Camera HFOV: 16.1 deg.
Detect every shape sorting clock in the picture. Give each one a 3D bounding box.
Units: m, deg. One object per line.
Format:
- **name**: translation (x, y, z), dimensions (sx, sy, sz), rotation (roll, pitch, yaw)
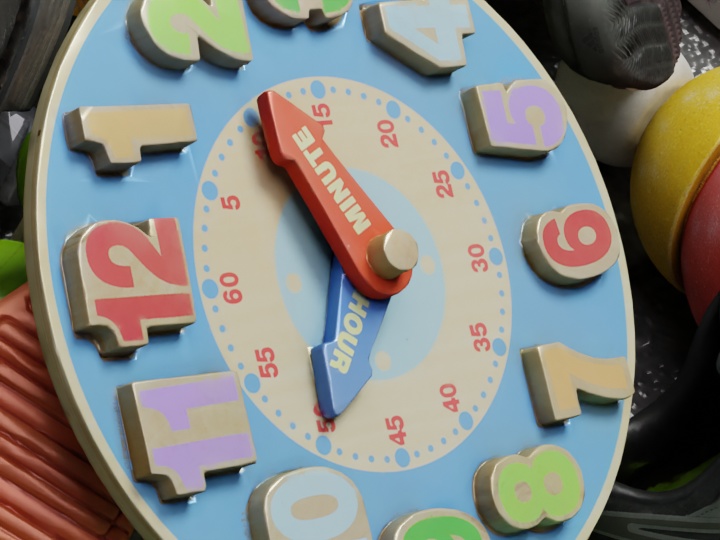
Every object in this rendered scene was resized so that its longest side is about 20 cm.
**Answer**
- **shape sorting clock**: translation (0.000, 0.000, 0.666), dimensions (0.200, 0.039, 0.200), rotation (11, 71, -33)

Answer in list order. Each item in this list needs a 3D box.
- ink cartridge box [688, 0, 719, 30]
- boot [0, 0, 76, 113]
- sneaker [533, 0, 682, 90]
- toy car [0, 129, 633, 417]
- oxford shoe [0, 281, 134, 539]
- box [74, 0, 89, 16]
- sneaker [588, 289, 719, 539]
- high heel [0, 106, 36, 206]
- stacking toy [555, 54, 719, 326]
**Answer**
- **ink cartridge box**: translation (0.189, -0.163, 1.009), dimensions (0.176, 0.045, 0.200), rotation (43, 54, 13)
- **boot**: translation (-0.154, -0.027, 0.609), dimensions (0.069, 0.200, 0.174), rotation (23, 10, 23)
- **sneaker**: translation (0.049, -0.108, 0.885), dimensions (0.115, 0.076, 0.200), rotation (-11, 25, 14)
- **toy car**: translation (0.000, 0.015, 0.763), dimensions (0.200, 0.158, 0.164), rotation (43, 43, 0)
- **oxford shoe**: translation (-0.112, 0.081, 0.670), dimensions (0.071, 0.073, 0.200), rotation (36, 81, 1)
- **box**: translation (-0.111, -0.152, 0.847), dimensions (0.200, 0.041, 0.119), rotation (20, 64, 34)
- **sneaker**: translation (0.142, 0.030, 0.722), dimensions (0.083, 0.199, 0.071), rotation (51, 14, -26)
- **high heel**: translation (-0.187, -0.070, 0.758), dimensions (0.143, 0.071, 0.200), rotation (40, 16, 19)
- **stacking toy**: translation (0.143, -0.023, 0.863), dimensions (0.146, 0.146, 0.200), rotation (-24, 47, -31)
